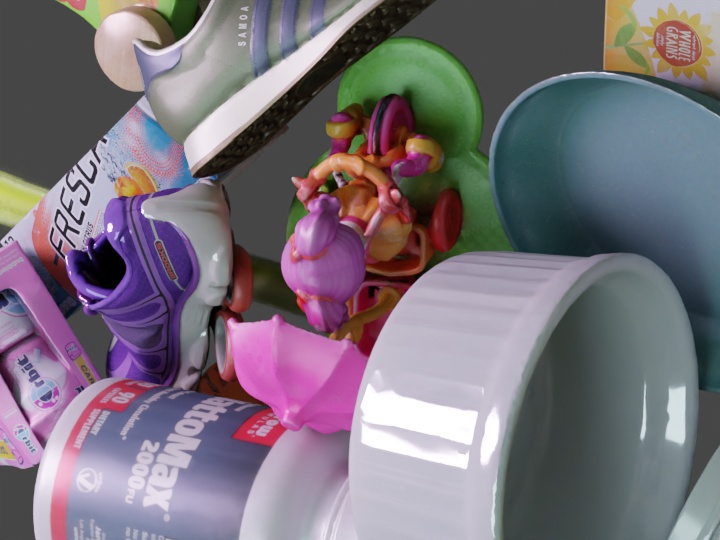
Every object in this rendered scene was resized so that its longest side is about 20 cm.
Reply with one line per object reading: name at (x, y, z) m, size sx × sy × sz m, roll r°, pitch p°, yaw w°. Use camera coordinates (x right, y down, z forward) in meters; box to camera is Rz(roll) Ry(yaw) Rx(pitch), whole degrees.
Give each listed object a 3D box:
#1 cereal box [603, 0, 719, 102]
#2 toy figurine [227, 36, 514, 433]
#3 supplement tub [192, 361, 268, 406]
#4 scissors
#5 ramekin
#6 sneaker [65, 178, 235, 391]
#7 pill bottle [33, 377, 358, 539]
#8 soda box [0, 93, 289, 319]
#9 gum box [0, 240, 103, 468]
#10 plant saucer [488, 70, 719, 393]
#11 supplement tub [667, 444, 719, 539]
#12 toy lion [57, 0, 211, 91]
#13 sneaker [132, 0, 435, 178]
cereal box at (0.212, -0.138, 1.178) m, size 0.199 × 0.040 × 0.144 m, roll 17°, pitch 126°, yaw 26°
toy figurine at (0.000, 0.000, 1.292) m, size 0.150 × 0.184 × 0.201 m, roll 7°, pitch 113°, yaw 18°
supplement tub at (-0.095, 0.147, 1.495) m, size 0.122 × 0.122 × 0.200 m, roll 42°, pitch 131°, yaw 8°
scissors at (-0.082, 0.012, 1.417) m, size 0.014 × 0.200 × 0.073 m, roll 0°, pitch 99°, yaw -11°
ramekin at (0.080, 0.084, 1.240) m, size 0.097 × 0.200 × 0.201 m, roll 10°, pitch 120°, yaw 33°
sneaker at (-0.122, 0.008, 1.372) m, size 0.083 × 0.081 × 0.200 m, roll 1°, pitch 150°, yaw -12°
pill bottle at (-0.059, 0.130, 1.321) m, size 0.199 × 0.120 × 0.120 m, roll 9°, pitch 120°, yaw 27°
soda box at (-0.126, -0.047, 1.429) m, size 0.064 × 0.068 × 0.200 m, roll 51°, pitch 139°, yaw 0°
gum box at (-0.212, 0.052, 1.496) m, size 0.114 × 0.066 × 0.200 m, roll 58°, pitch 165°, yaw -5°
plant saucer at (0.157, -0.026, 1.258) m, size 0.200 × 0.036 × 0.200 m, roll 27°, pitch 143°, yaw 23°
supplement tub at (0.259, 0.163, 1.244) m, size 0.200 × 0.145 × 0.145 m, roll 29°, pitch 128°, yaw 19°
toy lion at (-0.136, -0.211, 1.372) m, size 0.200 × 0.069 × 0.192 m, roll 26°, pitch 120°, yaw 21°
sneaker at (-0.036, -0.142, 1.297) m, size 0.200 × 0.067 × 0.090 m, roll -39°, pitch 79°, yaw 15°
